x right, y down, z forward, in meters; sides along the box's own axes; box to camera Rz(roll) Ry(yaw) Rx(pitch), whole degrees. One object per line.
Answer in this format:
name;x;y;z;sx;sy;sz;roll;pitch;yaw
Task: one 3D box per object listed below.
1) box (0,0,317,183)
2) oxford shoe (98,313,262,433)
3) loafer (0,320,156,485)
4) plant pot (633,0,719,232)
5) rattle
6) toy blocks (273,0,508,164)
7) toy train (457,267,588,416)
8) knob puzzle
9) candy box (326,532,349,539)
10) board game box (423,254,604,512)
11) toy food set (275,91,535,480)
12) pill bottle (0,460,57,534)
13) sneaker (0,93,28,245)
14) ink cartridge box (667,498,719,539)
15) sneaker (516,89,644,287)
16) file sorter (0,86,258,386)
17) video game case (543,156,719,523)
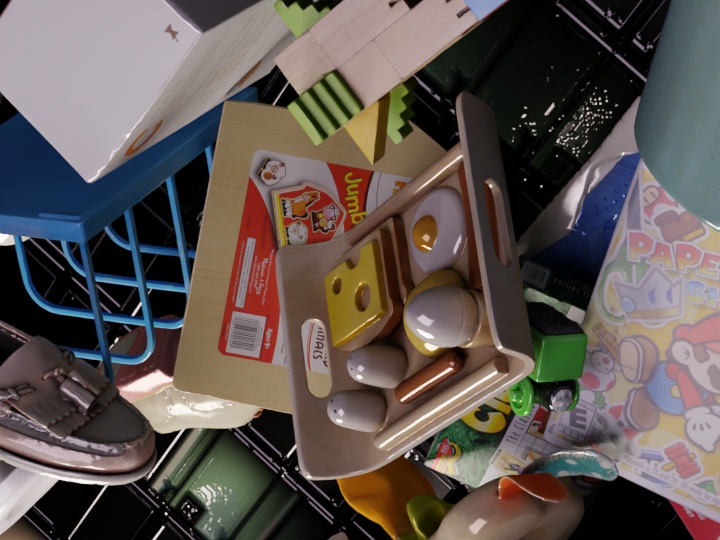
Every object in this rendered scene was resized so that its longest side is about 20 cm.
box;-0.101;-0.153;1.141;0.097;0.200;0.124;45;126;3
oxford shoe;-0.074;0.059;1.321;0.199;0.071;0.074;-13;131;33
loafer;-0.202;0.058;1.144;0.199;0.072;0.063;21;121;22
plant pot;0.231;-0.123;0.979;0.199;0.200;0.197;30;130;14
rattle;0.061;0.111;1.164;0.200;0.129;0.144;93;162;-61
toy blocks;0.040;-0.146;1.088;0.136;0.200;0.100;-36;94;21
toy train;0.060;0.021;1.122;0.200;0.041;0.057;37;125;54
knob puzzle;0.000;0.000;1.225;0.218;0.030;0.221;-1;99;-3
candy box;-0.031;0.302;1.395;0.167;0.072;0.201;-30;96;35
board game box;0.110;0.076;1.192;0.104;0.024;0.201;25;142;5
toy food set;0.016;0.013;1.102;0.200;0.060;0.145;-37;54;48
pill bottle;-0.291;0.080;1.412;0.200;0.114;0.114;44;126;3
sneaker;-0.271;-0.113;1.342;0.200;0.075;0.085;42;119;-1
ink cartridge box;0.278;0.103;1.119;0.199;0.084;0.145;-31;95;34
sneaker;0.160;-0.009;1.137;0.111;0.077;0.200;46;120;14
file sorter;-0.161;-0.024;1.240;0.138;0.200;0.124;7;120;27
video game case;0.211;0.055;1.065;0.199;0.023;0.183;25;121;15
